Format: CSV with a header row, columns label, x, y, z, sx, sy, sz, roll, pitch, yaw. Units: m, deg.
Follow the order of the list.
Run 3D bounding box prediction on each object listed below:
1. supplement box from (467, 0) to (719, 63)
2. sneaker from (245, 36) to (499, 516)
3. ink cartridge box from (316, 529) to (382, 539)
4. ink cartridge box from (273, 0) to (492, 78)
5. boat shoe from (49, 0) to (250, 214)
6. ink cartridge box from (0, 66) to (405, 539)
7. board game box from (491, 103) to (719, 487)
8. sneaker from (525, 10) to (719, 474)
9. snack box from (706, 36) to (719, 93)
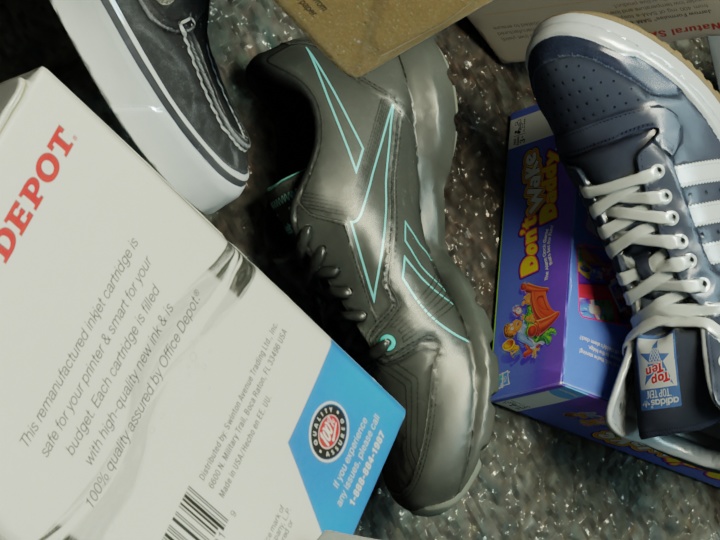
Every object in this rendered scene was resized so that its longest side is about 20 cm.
label,x,y,z,sx,sy,sz,roll,pitch,yaw
supplement box,0.073,-0.178,1.026,0.200,0.125,0.074,48,50,-42
sneaker,0.000,0.000,0.993,0.079,0.075,0.202,-1,73,-29
ink cartridge box,-0.010,0.221,0.846,0.174,0.043,0.201,-46,125,-37
ink cartridge box,-0.039,-0.187,0.836,0.200,0.075,0.166,42,26,-48
boat shoe,-0.075,-0.113,0.862,0.072,0.067,0.201,-104,168,-67
ink cartridge box,-0.096,0.052,0.868,0.200,0.084,0.147,44,54,-26
board game box,0.147,0.018,1.129,0.199,0.045,0.136,22,65,-37
sneaker,0.121,-0.005,1.032,0.200,0.070,0.109,52,48,-24
snack box,0.241,-0.024,1.159,0.142,0.053,0.202,-7,83,-45
